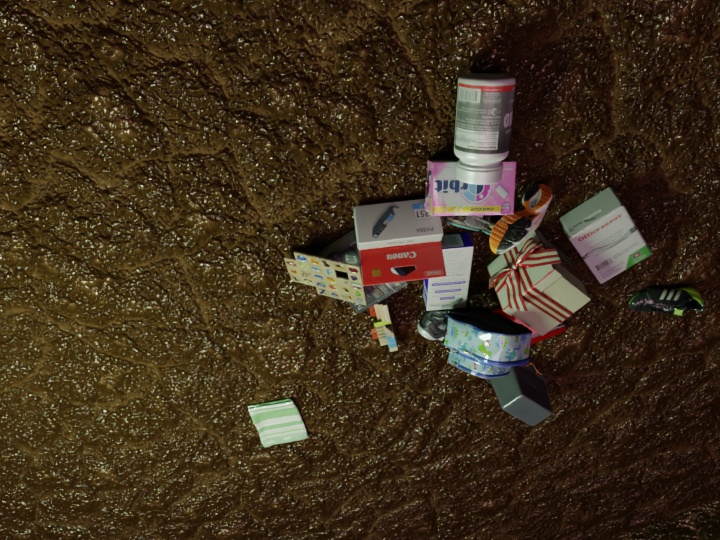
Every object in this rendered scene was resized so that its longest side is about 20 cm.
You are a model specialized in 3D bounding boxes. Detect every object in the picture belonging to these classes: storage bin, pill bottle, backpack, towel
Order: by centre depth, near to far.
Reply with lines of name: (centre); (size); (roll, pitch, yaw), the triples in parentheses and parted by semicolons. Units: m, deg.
pill bottle: (0.246, -0.284, 1.255); (0.111, 0.114, 0.204); (-2, 113, -5)
backpack: (0.322, 0.184, 1.563); (0.180, 0.198, 0.151); (-1, 100, -36)
storage bin: (0.486, 0.360, 1.861); (0.198, 0.136, 0.145); (31, 121, -30)
towel: (-0.254, 0.471, 1.931); (0.149, 0.024, 0.203); (-11, 131, 1)

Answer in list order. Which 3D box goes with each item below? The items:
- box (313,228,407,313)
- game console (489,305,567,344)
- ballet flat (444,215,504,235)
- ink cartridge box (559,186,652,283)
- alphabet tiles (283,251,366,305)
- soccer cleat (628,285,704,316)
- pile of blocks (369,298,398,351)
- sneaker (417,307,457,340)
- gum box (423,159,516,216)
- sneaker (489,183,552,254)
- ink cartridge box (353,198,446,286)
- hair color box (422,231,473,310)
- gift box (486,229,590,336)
box: (0.000, 0.000, 1.543); (0.157, 0.049, 0.200); (-32, 127, 19)
game console: (0.463, 0.144, 1.750); (0.197, 0.119, 0.175); (-24, 99, 13)
ballet flat: (0.289, -0.119, 1.479); (0.197, 0.073, 0.073); (17, 127, -21)
ink cartridge box: (0.597, -0.084, 1.527); (0.145, 0.084, 0.200); (-32, 128, 20)
alphabet tiles: (-0.085, 0.017, 1.504); (0.196, 0.008, 0.168); (13, 149, 15)
soccer cleat: (0.837, 0.089, 1.709); (0.195, 0.082, 0.068); (-7, 132, -1)
pile of blocks: (0.057, 0.159, 1.665); (0.061, 0.083, 0.202); (-13, 132, 4)
sneaker: (0.257, 0.130, 1.671); (0.195, 0.076, 0.115); (4, 127, -14)
gum box: (0.237, -0.183, 1.377); (0.195, 0.066, 0.116); (-1, 103, -6)
sneaker: (0.373, -0.101, 1.441); (0.200, 0.075, 0.092); (-45, 149, -13)
ink cartridge box: (0.090, -0.067, 1.417); (0.195, 0.180, 0.045); (-7, 161, -2)
hair color box: (0.216, 0.004, 1.567); (0.107, 0.065, 0.203); (-4, 129, -5)
gift box: (0.436, 0.029, 1.532); (0.185, 0.202, 0.185); (31, 116, -28)
